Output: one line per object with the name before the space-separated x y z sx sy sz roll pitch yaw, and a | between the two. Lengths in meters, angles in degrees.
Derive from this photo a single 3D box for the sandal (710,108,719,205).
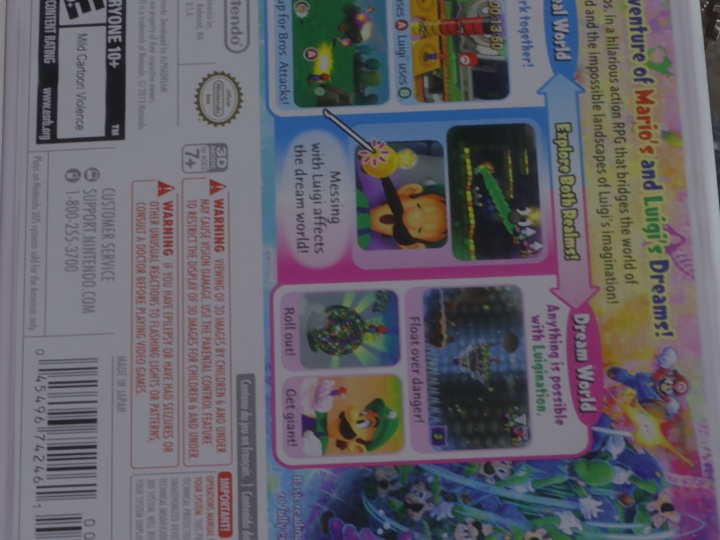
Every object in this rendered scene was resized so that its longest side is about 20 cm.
sandal | 0.067 -0.032 0.816 0.076 0.043 0.201 -20 77 -9

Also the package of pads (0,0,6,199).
package of pads | -0.075 -0.009 0.772 0.199 0.068 0.155 -14 65 -4

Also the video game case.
video game case | 0.000 0.000 0.714 0.181 0.024 0.201 -2 64 1
